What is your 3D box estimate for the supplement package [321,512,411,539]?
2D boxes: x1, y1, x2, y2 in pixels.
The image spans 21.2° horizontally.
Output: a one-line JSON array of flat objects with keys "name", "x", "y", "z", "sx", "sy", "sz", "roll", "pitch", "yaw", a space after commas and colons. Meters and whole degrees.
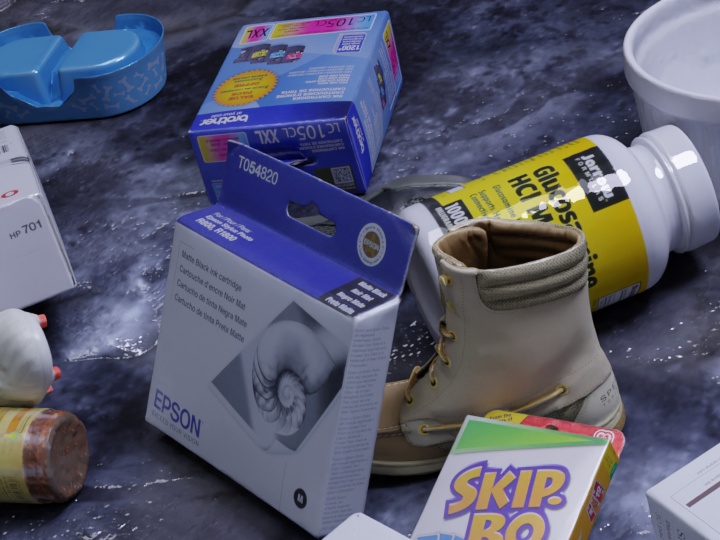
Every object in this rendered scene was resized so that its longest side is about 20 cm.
[{"name": "supplement package", "x": 0.017, "y": 0.250, "z": 0.865, "sx": 0.152, "sy": 0.200, "sz": 0.150, "roll": -36, "pitch": 38, "yaw": -28}]

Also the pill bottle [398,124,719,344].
[{"name": "pill bottle", "x": 0.133, "y": -0.023, "z": 1.288, "sx": 0.200, "sy": 0.113, "sz": 0.112, "roll": -22, "pitch": 34, "yaw": -9}]

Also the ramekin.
[{"name": "ramekin", "x": 0.289, "y": -0.123, "z": 1.363, "sx": 0.200, "sy": 0.105, "sz": 0.200, "roll": -8, "pitch": 31, "yaw": 5}]

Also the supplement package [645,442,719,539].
[{"name": "supplement package", "x": 0.240, "y": 0.163, "z": 0.898, "sx": 0.156, "sy": 0.200, "sz": 0.111, "roll": -30, "pitch": 35, "yaw": -19}]

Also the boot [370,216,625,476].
[{"name": "boot", "x": 0.053, "y": 0.046, "z": 1.182, "sx": 0.199, "sy": 0.156, "sz": 0.073, "roll": -5, "pitch": 35, "yaw": 15}]

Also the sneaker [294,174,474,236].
[{"name": "sneaker", "x": 0.000, "y": 0.000, "z": 1.348, "sx": 0.199, "sy": 0.076, "sz": 0.114, "roll": -15, "pitch": 35, "yaw": 8}]

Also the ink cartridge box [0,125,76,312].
[{"name": "ink cartridge box", "x": -0.309, "y": -0.028, "z": 1.477, "sx": 0.146, "sy": 0.086, "sz": 0.200, "roll": -22, "pitch": 25, "yaw": -8}]

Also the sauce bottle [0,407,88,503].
[{"name": "sauce bottle", "x": -0.282, "y": 0.123, "z": 1.296, "sx": 0.199, "sy": 0.066, "sz": 0.066, "roll": 0, "pitch": 37, "yaw": 20}]

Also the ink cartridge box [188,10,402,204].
[{"name": "ink cartridge box", "x": -0.052, "y": -0.123, "z": 1.545, "sx": 0.136, "sy": 0.076, "sz": 0.200, "roll": -4, "pitch": 37, "yaw": 17}]

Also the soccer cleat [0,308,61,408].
[{"name": "soccer cleat", "x": -0.269, "y": 0.070, "z": 1.318, "sx": 0.077, "sy": 0.069, "sz": 0.200, "roll": -15, "pitch": 1, "yaw": -32}]

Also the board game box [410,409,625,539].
[{"name": "board game box", "x": 0.074, "y": 0.161, "z": 1.088, "sx": 0.095, "sy": 0.030, "sz": 0.200, "roll": 7, "pitch": 52, "yaw": 31}]

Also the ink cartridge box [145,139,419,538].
[{"name": "ink cartridge box", "x": -0.056, "y": 0.038, "z": 1.213, "sx": 0.041, "sy": 0.201, "sz": 0.199, "roll": -2, "pitch": 19, "yaw": -40}]

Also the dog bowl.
[{"name": "dog bowl", "x": -0.265, "y": -0.179, "z": 1.735, "sx": 0.199, "sy": 0.050, "sz": 0.112, "roll": -3, "pitch": 36, "yaw": 19}]
